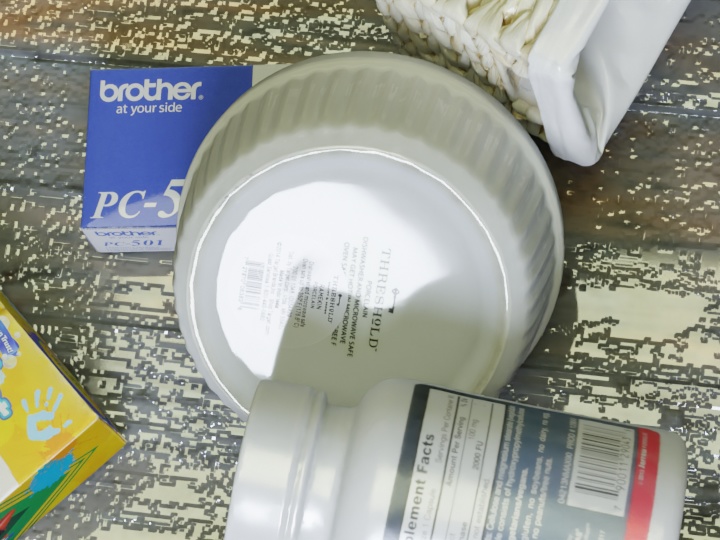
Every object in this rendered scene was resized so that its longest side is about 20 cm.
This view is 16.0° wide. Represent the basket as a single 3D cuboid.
[{"bbox_3d":[0.106,-0.178,1.297,0.123,0.136,0.200,28,79,19],"label":"basket"}]

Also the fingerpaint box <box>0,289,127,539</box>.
[{"bbox_3d":[-0.252,0.067,1.353,0.167,0.073,0.200,-42,73,-4],"label":"fingerpaint box"}]

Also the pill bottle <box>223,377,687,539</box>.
[{"bbox_3d":[0.043,0.114,1.189,0.200,0.120,0.120,11,75,3],"label":"pill bottle"}]

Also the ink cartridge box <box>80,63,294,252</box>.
[{"bbox_3d":[-0.047,-0.061,1.377,0.200,0.044,0.094,-1,72,8],"label":"ink cartridge box"}]

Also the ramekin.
[{"bbox_3d":[0.000,0.000,1.273,0.200,0.105,0.200,2,109,7],"label":"ramekin"}]
